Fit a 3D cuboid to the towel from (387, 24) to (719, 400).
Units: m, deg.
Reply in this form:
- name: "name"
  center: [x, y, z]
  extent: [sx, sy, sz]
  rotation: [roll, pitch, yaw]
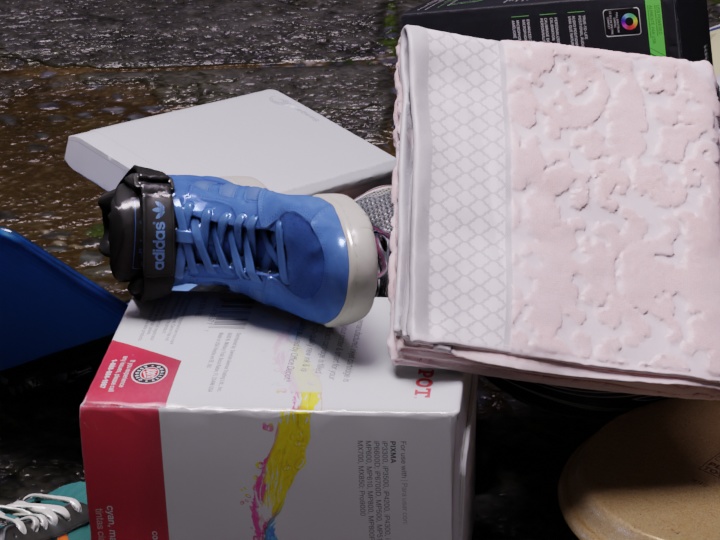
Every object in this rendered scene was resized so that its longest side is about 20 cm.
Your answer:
- name: "towel"
  center: [0.109, -0.034, 1.166]
  extent: [0.190, 0.032, 0.201]
  rotation: [7, 65, -13]

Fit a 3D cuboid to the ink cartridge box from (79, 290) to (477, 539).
- name: "ink cartridge box"
  center: [-0.036, 0.104, 1.189]
  extent: [0.199, 0.145, 0.145]
  rotation: [1, 24, 7]

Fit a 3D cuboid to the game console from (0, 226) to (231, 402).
- name: "game console"
  center: [-0.182, 0.005, 1.353]
  extent: [0.171, 0.119, 0.200]
  rotation: [-34, 11, -38]

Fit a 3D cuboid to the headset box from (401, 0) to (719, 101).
- name: "headset box"
  center: [0.143, -0.100, 1.434]
  extent: [0.199, 0.175, 0.093]
  rotation: [-1, 15, 22]

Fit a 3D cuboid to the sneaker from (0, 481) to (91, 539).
- name: "sneaker"
  center: [-0.191, 0.154, 1.164]
  extent: [0.071, 0.080, 0.200]
  rotation: [5, 25, 24]

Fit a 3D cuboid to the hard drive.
- name: "hard drive"
  center: [-0.082, -0.072, 1.464]
  extent: [0.132, 0.026, 0.200]
  rotation: [31, 31, 29]

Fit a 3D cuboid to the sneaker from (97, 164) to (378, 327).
- name: "sneaker"
  center: [-0.076, -0.012, 1.173]
  extent: [0.111, 0.077, 0.200]
  rotation: [-4, 15, -27]

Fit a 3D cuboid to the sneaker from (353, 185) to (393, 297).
- name: "sneaker"
  center: [0.000, 0.000, 1.325]
  extent: [0.080, 0.075, 0.200]
  rotation: [22, 33, 6]

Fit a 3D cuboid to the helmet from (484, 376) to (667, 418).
- name: "helmet"
  center: [0.144, -0.008, 1.290]
  extent: [0.191, 0.200, 0.200]
  rotation: [39, 28, -4]

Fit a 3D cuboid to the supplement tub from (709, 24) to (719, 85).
- name: "supplement tub"
  center: [0.268, -0.091, 1.600]
  extent: [0.145, 0.145, 0.200]
  rotation: [9, 27, 22]

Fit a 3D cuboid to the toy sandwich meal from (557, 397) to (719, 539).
- name: "toy sandwich meal"
  center: [0.201, 0.135, 1.208]
  extent: [0.204, 0.070, 0.205]
  rotation: [-3, 27, 1]
